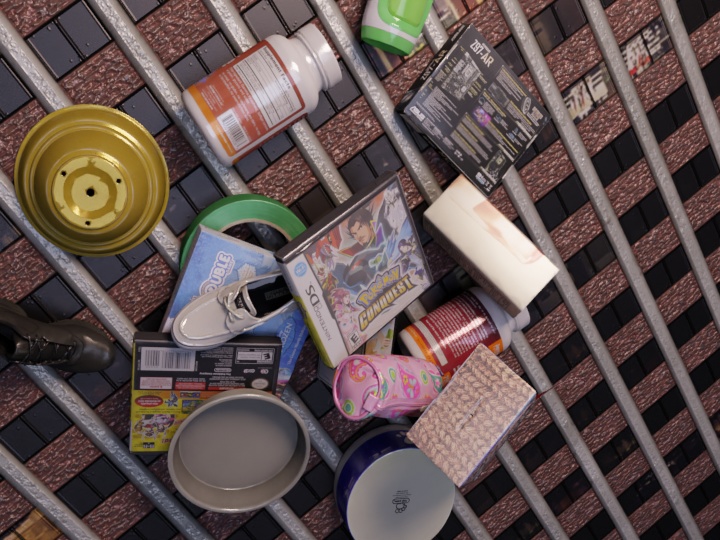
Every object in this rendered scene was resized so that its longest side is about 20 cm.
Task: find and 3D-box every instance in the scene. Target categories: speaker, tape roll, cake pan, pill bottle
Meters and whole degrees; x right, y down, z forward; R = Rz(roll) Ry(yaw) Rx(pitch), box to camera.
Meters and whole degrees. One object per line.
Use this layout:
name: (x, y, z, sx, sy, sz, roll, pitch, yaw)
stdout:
speaker: (0.064, -0.405, 0.949, 0.087, 0.088, 0.204, 14, 100, -21)
tape roll: (-0.161, -0.006, 1.008, 0.195, 0.048, 0.206, -5, 108, -16)
cake pan: (-0.169, 0.249, 0.975, 0.195, 0.037, 0.205, -6, 116, -13)
pill bottle: (0.166, 0.100, 1.111, 0.197, 0.113, 0.115, -31, 112, -7)
pill bottle: (-0.127, -0.235, 0.920, 0.198, 0.112, 0.113, -34, 113, -7)

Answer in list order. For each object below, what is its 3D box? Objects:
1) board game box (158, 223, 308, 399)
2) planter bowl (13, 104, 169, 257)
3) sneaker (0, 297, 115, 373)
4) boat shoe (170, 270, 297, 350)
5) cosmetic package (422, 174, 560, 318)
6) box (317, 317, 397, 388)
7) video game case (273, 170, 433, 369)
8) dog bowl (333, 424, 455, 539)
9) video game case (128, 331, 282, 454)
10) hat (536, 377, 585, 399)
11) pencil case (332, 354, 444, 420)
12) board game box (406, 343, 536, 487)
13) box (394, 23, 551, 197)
board game box: (-0.168, 0.066, 0.978, 0.195, 0.043, 0.204, 20, 99, -21)
planter bowl: (-0.346, -0.107, 0.900, 0.195, 0.083, 0.206, -5, 107, -16)
sneaker: (-0.427, 0.100, 0.929, 0.196, 0.091, 0.078, 18, 98, -23)
boat shoe: (-0.151, 0.046, 0.904, 0.196, 0.066, 0.074, -16, 80, -14)
cosmetic package: (0.190, -0.034, 1.037, 0.087, 0.103, 0.200, -43, 81, -3)
box: (-0.004, 0.085, 1.046, 0.059, 0.116, 0.205, -3, 106, -36)
video game case: (0.000, 0.000, 0.920, 0.199, 0.025, 0.183, -38, 124, -23)
dog bowl: (0.057, 0.368, 1.171, 0.195, 0.079, 0.205, -5, 107, -16)
video game case: (-0.215, 0.172, 0.963, 0.195, 0.026, 0.185, 3, 114, -16)
hat: (0.217, 0.228, 1.103, 0.165, 0.174, 0.203, 37, 62, -27)
pencil case: (0.044, 0.161, 0.959, 0.198, 0.087, 0.089, 17, 102, -56)
board game box: (0.166, 0.209, 0.995, 0.096, 0.200, 0.160, 40, 89, 20)
box: (0.172, -0.238, 1.054, 0.199, 0.044, 0.161, 39, 91, -24)
